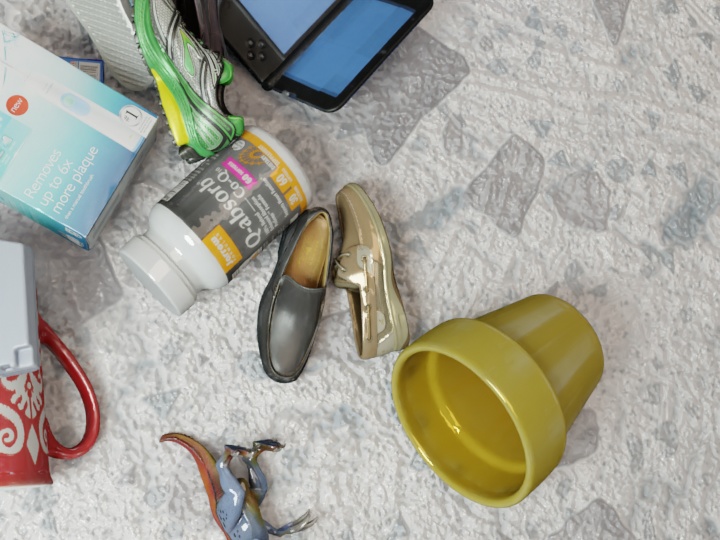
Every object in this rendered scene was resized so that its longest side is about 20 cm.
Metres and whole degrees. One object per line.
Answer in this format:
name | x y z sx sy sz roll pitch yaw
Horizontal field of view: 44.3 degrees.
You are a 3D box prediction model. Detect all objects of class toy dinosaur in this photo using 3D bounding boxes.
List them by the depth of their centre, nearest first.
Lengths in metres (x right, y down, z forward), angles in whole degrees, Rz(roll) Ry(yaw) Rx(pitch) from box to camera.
toy dinosaur | -0.118 0.277 0.952 0.198 0.105 0.184 7 91 24

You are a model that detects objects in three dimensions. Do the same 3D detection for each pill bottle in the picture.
pill bottle | -0.155 -0.053 0.957 0.116 0.116 0.200 45 73 -4

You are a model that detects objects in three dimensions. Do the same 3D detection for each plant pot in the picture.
plant pot | 0.166 0.126 0.983 0.188 0.200 0.202 -30 89 -33

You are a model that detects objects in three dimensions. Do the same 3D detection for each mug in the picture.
mug | -0.365 0.118 0.887 0.132 0.177 0.203 -11 77 21

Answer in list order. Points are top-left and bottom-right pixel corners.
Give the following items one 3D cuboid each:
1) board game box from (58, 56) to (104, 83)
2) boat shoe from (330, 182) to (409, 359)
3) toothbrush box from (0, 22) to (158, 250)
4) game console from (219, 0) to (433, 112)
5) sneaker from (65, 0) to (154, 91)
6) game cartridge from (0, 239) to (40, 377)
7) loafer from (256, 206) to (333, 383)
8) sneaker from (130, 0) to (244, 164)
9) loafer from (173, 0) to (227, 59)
board game box | -0.380 -0.156 0.951 0.197 0.045 0.154 3 80 -15
boat shoe | 0.000 0.000 1.013 0.064 0.071 0.202 -15 86 -17
toothbrush box | -0.327 -0.136 0.895 0.199 0.085 0.147 31 75 -8
game console | -0.047 -0.304 1.023 0.171 0.118 0.200 47 71 -22
sneaker | -0.273 -0.299 0.975 0.073 0.082 0.202 -14 110 16
game cartridge | -0.392 0.042 0.809 0.197 0.040 0.135 -10 77 3
loafer | -0.071 0.024 0.989 0.072 0.072 0.203 10 79 -14
sneaker | -0.178 -0.220 0.927 0.084 0.078 0.202 -20 98 3
loafer | -0.189 -0.269 0.979 0.063 0.071 0.203 -14 113 -54
